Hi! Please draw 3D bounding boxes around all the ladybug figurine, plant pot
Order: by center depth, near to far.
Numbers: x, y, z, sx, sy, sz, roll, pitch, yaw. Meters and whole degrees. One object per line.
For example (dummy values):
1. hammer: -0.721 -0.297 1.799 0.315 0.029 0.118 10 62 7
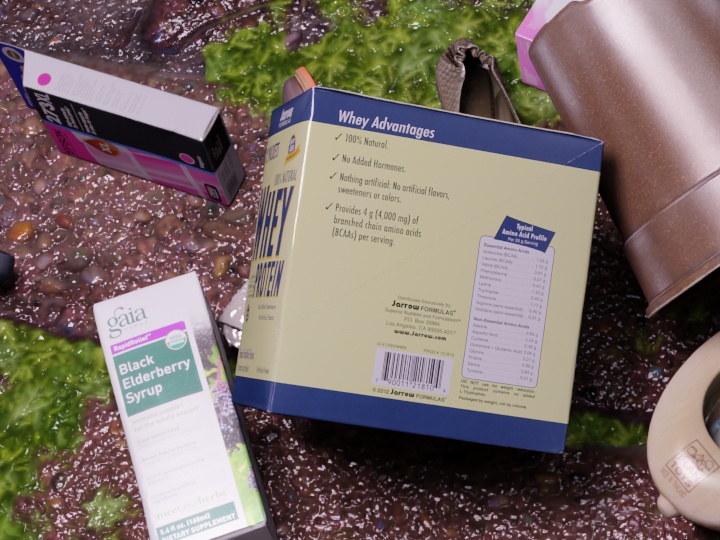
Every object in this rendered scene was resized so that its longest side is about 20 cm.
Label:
1. ladybug figurine: 0.273 0.101 1.244 0.199 0.072 0.136 -33 61 -9
2. plant pot: 0.225 -0.105 1.258 0.199 0.200 0.199 -30 82 -7

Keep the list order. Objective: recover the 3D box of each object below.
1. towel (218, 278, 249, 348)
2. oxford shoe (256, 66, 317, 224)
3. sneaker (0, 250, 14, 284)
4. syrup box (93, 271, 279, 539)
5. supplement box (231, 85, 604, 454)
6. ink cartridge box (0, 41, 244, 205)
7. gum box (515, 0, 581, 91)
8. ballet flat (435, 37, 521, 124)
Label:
1. towel: 0.000 0.000 1.367 0.132 0.035 0.201 29 70 21
2. oxford shoe: -0.044 -0.055 1.348 0.072 0.071 0.202 -13 60 7
3. sneaker: -0.353 0.017 1.410 0.198 0.070 0.083 0 79 13
4. syrup box: -0.119 0.110 1.302 0.078 0.082 0.202 -18 62 -1
5. supplement box: 0.034 0.003 1.228 0.198 0.134 0.202 9 86 -14
6. ink cartridge box: -0.187 -0.112 1.424 0.198 0.095 0.037 20 67 19
7. gum box: 0.209 -0.206 1.421 0.113 0.066 0.201 25 69 22
8. ballet flat: 0.096 -0.096 1.376 0.067 0.047 0.201 -1 50 -14
